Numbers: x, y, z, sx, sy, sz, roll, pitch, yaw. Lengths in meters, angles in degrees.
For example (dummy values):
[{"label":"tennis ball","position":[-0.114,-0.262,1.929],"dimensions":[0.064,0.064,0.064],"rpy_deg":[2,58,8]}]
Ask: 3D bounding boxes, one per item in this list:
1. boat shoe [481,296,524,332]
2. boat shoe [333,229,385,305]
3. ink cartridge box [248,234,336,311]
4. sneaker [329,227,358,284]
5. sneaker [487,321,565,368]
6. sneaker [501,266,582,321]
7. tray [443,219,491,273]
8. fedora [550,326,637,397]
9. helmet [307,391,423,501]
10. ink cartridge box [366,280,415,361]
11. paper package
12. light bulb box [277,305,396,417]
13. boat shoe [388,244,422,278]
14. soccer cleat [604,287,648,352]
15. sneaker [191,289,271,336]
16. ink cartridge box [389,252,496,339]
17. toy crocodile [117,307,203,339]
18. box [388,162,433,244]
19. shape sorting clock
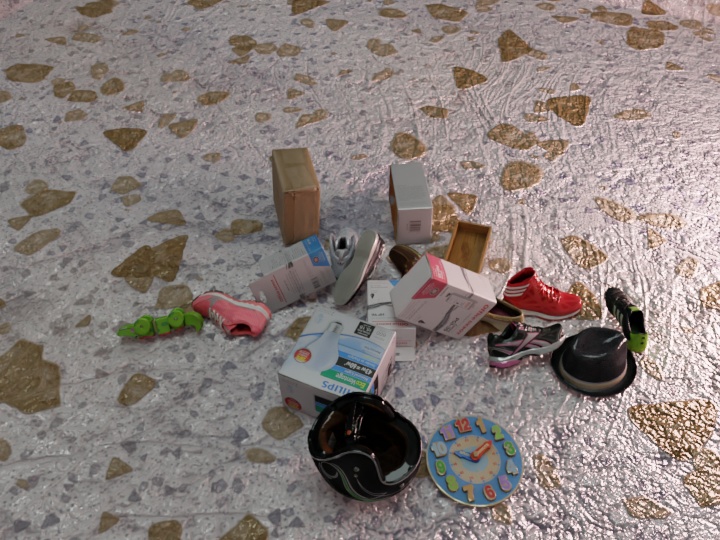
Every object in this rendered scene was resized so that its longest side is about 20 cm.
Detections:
[{"label":"boat shoe","position":[0.307,0.084,1.766],"dimensions":[0.198,0.067,0.074],"rpy_deg":[24,48,23]},{"label":"boat shoe","position":[0.000,0.000,1.808],"dimensions":[0.073,0.060,0.202],"rpy_deg":[16,79,41]},{"label":"ink cartridge box","position":[-0.172,0.011,1.785],"dimensions":[0.198,0.117,0.067],"rpy_deg":[-25,40,-5]},{"label":"sneaker","position":[-0.038,-0.066,1.887],"dimensions":[0.074,0.116,0.201],"rpy_deg":[4,44,3]},{"label":"sneaker","position":[0.375,0.152,1.661],"dimensions":[0.198,0.087,0.080],"rpy_deg":[-19,9,-20]},{"label":"sneaker","position":[0.443,0.054,1.761],"dimensions":[0.197,0.116,0.079],"rpy_deg":[-2,43,-2]},{"label":"tray","position":[0.279,-0.050,1.928],"dimensions":[0.097,0.037,0.201],"rpy_deg":[12,45,13]},{"label":"fedora","position":[0.530,0.187,1.639],"dimensions":[0.198,0.092,0.202],"rpy_deg":[0,45,0]},{"label":"helmet","position":[0.014,0.347,1.407],"dimensions":[0.199,0.191,0.201],"rpy_deg":[-32,31,23]},{"label":"ink cartridge box","position":[0.072,0.116,1.732],"dimensions":[0.114,0.068,0.201],"rpy_deg":[-1,45,0]},{"label":"paper package","position":[-0.176,-0.203,1.974],"dimensions":[0.102,0.192,0.201],"rpy_deg":[-7,45,-13]},{"label":"light bulb box","position":[-0.047,0.213,1.585],"dimensions":[0.196,0.126,0.201],"rpy_deg":[16,50,16]},{"label":"boat shoe","position":[0.135,0.005,1.845],"dimensions":[0.067,0.073,0.200],"rpy_deg":[-27,53,-28]},{"label":"soccer cleat","position":[0.636,0.103,1.735],"dimensions":[0.067,0.082,0.201],"rpy_deg":[-4,44,-4]},{"label":"sneaker","position":[-0.316,0.107,1.739],"dimensions":[0.197,0.074,0.087],"rpy_deg":[10,46,10]},{"label":"ink cartridge box","position":[0.190,0.062,1.674],"dimensions":[0.198,0.147,0.083],"rpy_deg":[20,37,-29]},{"label":"toy crocodile","position":[-0.472,0.131,1.729],"dimensions":[0.197,0.063,0.067],"rpy_deg":[-12,6,-9]},{"label":"box","position":[0.135,-0.185,2.002],"dimensions":[0.096,0.125,0.201],"rpy_deg":[-3,43,-2]},{"label":"shape sorting clock","position":[0.231,0.381,1.479],"dimensions":[0.197,0.040,0.201],"rpy_deg":[0,44,0]}]
